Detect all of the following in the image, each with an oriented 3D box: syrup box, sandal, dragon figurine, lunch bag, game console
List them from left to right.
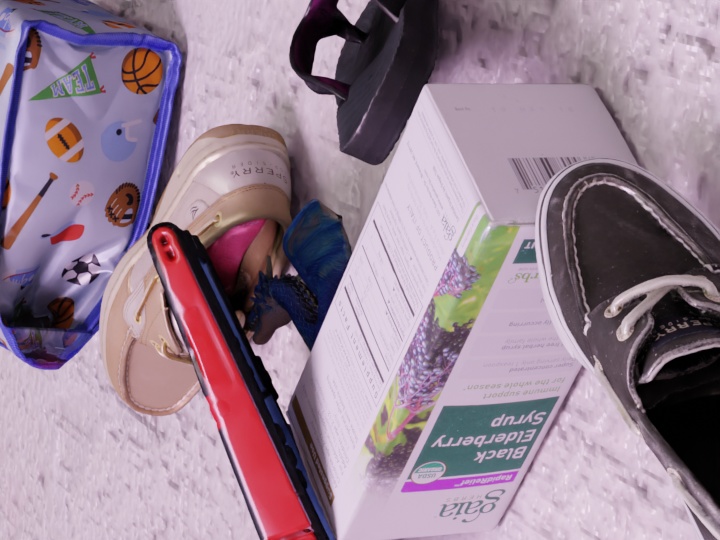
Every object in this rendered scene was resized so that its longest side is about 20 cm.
[{"bbox_3d":[-0.191,-0.058,1.482,0.170,0.123,0.201,29,110,60],"label":"lunch bag"},{"bbox_3d":[-0.049,0.062,1.160,0.200,0.031,0.177,117,132,-88],"label":"game console"},{"bbox_3d":[-0.001,-0.099,1.090,0.076,0.048,0.200,-63,8,10],"label":"sandal"},{"bbox_3d":[0.000,0.000,1.150,0.200,0.059,0.100,118,142,-48],"label":"dragon figurine"},{"bbox_3d":[0.041,0.021,1.041,0.200,0.078,0.082,113,145,-41],"label":"syrup box"}]

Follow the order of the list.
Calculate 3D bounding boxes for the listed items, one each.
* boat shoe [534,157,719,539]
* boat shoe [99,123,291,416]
[{"bbox_3d":[0.117,0.030,0.876,0.200,0.071,0.064,62,178,32],"label":"boat shoe"},{"bbox_3d":[-0.086,0.015,1.316,0.200,0.073,0.069,114,150,-41],"label":"boat shoe"}]
